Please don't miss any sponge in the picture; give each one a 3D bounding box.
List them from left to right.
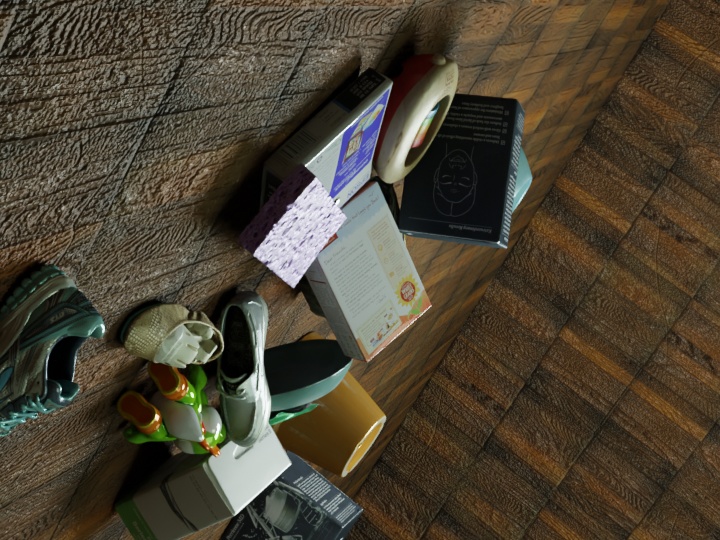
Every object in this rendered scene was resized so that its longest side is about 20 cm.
[{"bbox_3d":[-0.075,-0.048,1.427,0.112,0.030,0.200,-51,165,-3],"label":"sponge"}]

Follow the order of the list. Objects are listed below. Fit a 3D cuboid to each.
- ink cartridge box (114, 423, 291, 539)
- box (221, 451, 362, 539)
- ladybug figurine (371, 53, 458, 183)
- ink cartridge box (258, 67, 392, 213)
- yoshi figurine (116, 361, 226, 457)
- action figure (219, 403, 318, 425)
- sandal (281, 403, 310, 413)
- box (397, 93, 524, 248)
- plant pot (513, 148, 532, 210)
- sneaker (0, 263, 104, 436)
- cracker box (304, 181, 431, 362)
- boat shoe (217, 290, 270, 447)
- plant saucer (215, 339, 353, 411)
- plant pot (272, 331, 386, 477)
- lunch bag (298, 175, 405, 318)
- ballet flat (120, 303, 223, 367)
[{"bbox_3d":[-0.213,0.289,1.672,0.199,0.085,0.145,-28,-175,37],"label":"ink cartridge box"},{"bbox_3d":[-0.136,0.506,2.460,0.201,0.196,0.124,-58,166,17],"label":"box"},{"bbox_3d":[0.062,-0.205,1.607,0.136,0.072,0.201,-39,161,-48],"label":"ladybug figurine"},{"bbox_3d":[-0.048,-0.120,1.487,0.198,0.043,0.201,-46,164,-29],"label":"ink cartridge box"},{"bbox_3d":[-0.230,0.166,1.513,0.200,0.111,0.114,57,30,-63],"label":"yoshi figurine"},{"bbox_3d":[-0.173,0.220,1.847,0.117,0.056,0.199,-7,-168,46],"label":"action figure"},{"bbox_3d":[-0.105,0.176,1.786,0.075,0.049,0.199,-25,-168,-32],"label":"sandal"},{"bbox_3d":[0.144,-0.141,1.739,0.107,0.146,0.204,12,86,-76],"label":"box"},{"bbox_3d":[0.225,-0.164,2.188,0.201,0.134,0.201,-51,168,-16],"label":"plant pot"},{"bbox_3d":[-0.292,0.099,1.049,0.201,0.086,0.078,-56,167,8],"label":"sneaker"},{"bbox_3d":[0.000,0.000,1.645,0.134,0.057,0.202,-38,117,-28],"label":"cracker box"},{"bbox_3d":[-0.156,0.129,1.560,0.071,0.069,0.204,-24,118,-69],"label":"boat shoe"},{"bbox_3d":[-0.100,0.148,1.699,0.200,0.197,0.037,-37,118,-54],"label":"plant saucer"},{"bbox_3d":[-0.064,0.238,2.052,0.201,0.182,0.201,-50,167,-16],"label":"plant pot"},{"bbox_3d":[0.005,-0.023,1.787,0.202,0.116,0.164,-60,165,-13],"label":"lunch bag"},{"bbox_3d":[-0.201,0.077,1.383,0.071,0.065,0.200,-56,168,9],"label":"ballet flat"}]
